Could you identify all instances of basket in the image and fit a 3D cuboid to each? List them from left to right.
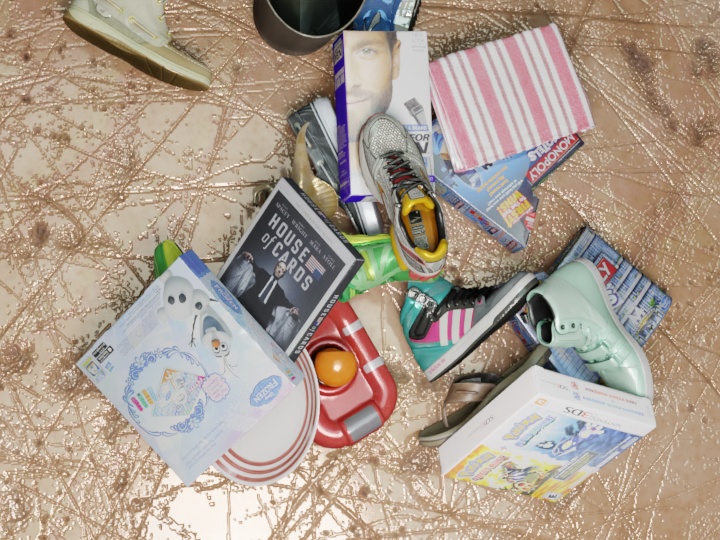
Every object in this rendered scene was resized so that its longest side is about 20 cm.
[{"bbox_3d":[-0.068,-0.346,1.638,0.134,0.200,0.182,1,84,-10],"label":"basket"}]

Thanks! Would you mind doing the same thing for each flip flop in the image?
[{"bbox_3d":[0.148,0.147,1.655,0.200,0.081,0.058,-40,93,13],"label":"flip flop"}]

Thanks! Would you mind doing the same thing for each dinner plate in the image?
[{"bbox_3d":[-0.124,0.156,1.606,0.198,0.024,0.203,-2,87,34],"label":"dinner plate"}]

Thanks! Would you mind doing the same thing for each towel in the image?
[{"bbox_3d":[0.186,-0.219,1.693,0.198,0.030,0.148,-19,86,-13],"label":"towel"}]

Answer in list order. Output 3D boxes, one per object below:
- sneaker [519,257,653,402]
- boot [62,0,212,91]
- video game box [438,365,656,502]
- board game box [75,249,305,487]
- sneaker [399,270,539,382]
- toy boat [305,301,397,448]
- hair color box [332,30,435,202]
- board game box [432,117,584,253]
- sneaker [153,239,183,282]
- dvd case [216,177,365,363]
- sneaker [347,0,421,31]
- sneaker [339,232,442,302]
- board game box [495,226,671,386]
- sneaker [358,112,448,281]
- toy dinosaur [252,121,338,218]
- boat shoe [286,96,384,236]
[{"bbox_3d":[0.267,0.096,1.607,0.118,0.074,0.202,-25,86,-37],"label":"sneaker"},{"bbox_3d":[-0.250,-0.328,1.675,0.199,0.072,0.156,28,77,-5],"label":"boot"},{"bbox_3d":[0.221,0.200,1.602,0.181,0.200,0.047,18,45,-26],"label":"video game box"},{"bbox_3d":[-0.199,0.116,1.558,0.200,0.043,0.199,-42,89,22],"label":"board game box"},{"bbox_3d":[0.120,0.035,1.655,0.200,0.083,0.121,-44,78,29],"label":"sneaker"},{"bbox_3d":[-0.036,0.114,1.624,0.130,0.131,0.201,-30,89,-12],"label":"toy boat"},{"bbox_3d":[0.028,-0.187,1.630,0.108,0.065,0.202,-2,84,-13],"label":"hair color box"},{"bbox_3d":[0.179,-0.135,1.724,0.200,0.062,0.200,-39,91,-11],"label":"board game box"},{"bbox_3d":[-0.241,0.064,1.615,0.083,0.074,0.202,0,94,7],"label":"sneaker"},{"bbox_3d":[-0.096,0.015,1.566,0.150,0.025,0.201,47,115,28],"label":"dvd case"},{"bbox_3d":[0.017,-0.297,1.720,0.088,0.079,0.202,15,78,7],"label":"sneaker"},{"bbox_3d":[0.000,0.000,1.612,0.198,0.074,0.084,5,70,-1],"label":"sneaker"},{"bbox_3d":[0.271,0.048,1.710,0.199,0.062,0.201,39,79,-3],"label":"board game box"},{"bbox_3d":[0.058,-0.092,1.551,0.077,0.082,0.202,-21,82,-13],"label":"sneaker"},{"bbox_3d":[-0.079,-0.095,1.660,0.100,0.058,0.202,-5,116,13],"label":"toy dinosaur"},{"bbox_3d":[-0.032,-0.117,1.692,0.070,0.072,0.202,-25,82,3],"label":"boat shoe"}]
